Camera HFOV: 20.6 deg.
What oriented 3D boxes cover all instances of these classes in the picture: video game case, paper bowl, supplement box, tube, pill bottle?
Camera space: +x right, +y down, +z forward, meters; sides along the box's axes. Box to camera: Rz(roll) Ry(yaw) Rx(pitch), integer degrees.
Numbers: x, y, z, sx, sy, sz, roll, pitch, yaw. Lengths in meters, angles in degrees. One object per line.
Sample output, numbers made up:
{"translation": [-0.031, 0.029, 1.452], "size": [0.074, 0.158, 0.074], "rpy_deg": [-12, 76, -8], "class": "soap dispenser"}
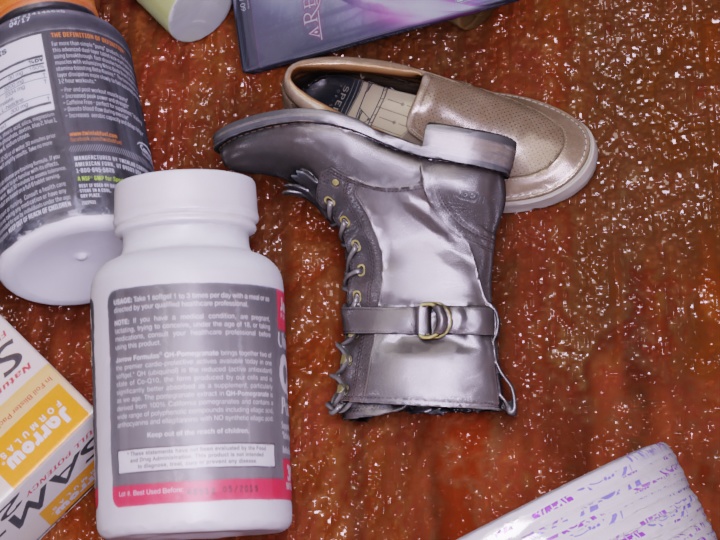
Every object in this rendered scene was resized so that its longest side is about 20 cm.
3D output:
{"translation": [0.001, -0.214, 1.234], "size": [0.199, 0.019, 0.144], "rpy_deg": [-12, 83, 30], "class": "video game case"}
{"translation": [0.087, 0.174, 0.989], "size": [0.200, 0.201, 0.105], "rpy_deg": [-25, 80, -1], "class": "paper bowl"}
{"translation": [-0.252, 0.078, 1.180], "size": [0.200, 0.074, 0.126], "rpy_deg": [40, 78, 25], "class": "supplement box"}
{"translation": [-0.161, -0.230, 1.329], "size": [0.058, 0.052, 0.200], "rpy_deg": [-12, 48, -39], "class": "tube"}
{"translation": [-0.186, -0.088, 1.230], "size": [0.106, 0.106, 0.201], "rpy_deg": [-16, 62, 4], "class": "pill bottle"}
{"translation": [-0.096, 0.049, 1.113], "size": [0.110, 0.111, 0.201], "rpy_deg": [-4, 80, 10], "class": "pill bottle"}

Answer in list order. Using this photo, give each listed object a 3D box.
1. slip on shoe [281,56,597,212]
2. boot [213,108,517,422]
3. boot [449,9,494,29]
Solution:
{"translation": [0.045, -0.090, 1.207], "size": [0.199, 0.061, 0.076], "rpy_deg": [17, 69, 19], "class": "slip on shoe"}
{"translation": [0.000, 0.000, 1.151], "size": [0.199, 0.069, 0.175], "rpy_deg": [6, 86, 14], "class": "boot"}
{"translation": [0.044, -0.273, 1.260], "size": [0.155, 0.073, 0.201], "rpy_deg": [27, 108, 26], "class": "boot"}
